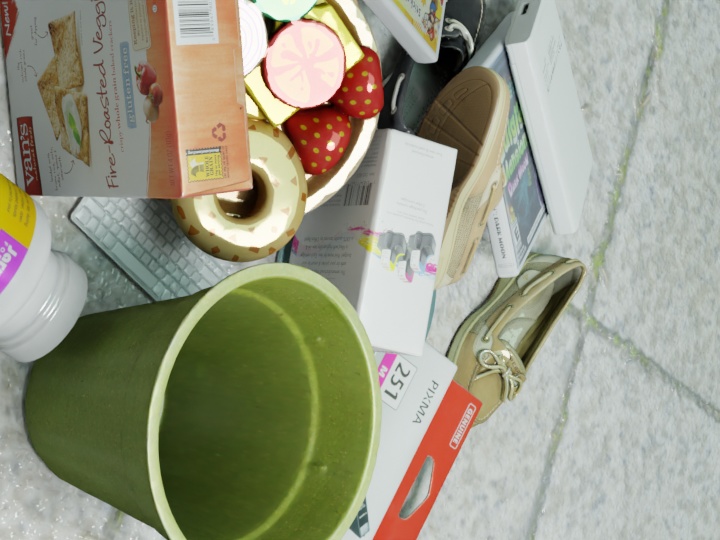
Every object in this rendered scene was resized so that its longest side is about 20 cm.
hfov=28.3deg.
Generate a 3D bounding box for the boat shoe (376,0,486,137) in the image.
[{"bbox_3d":[0.065,-0.179,1.218,0.074,0.060,0.201,45,59,-19],"label":"boat shoe"}]

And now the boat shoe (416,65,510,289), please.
[{"bbox_3d":[0.082,-0.075,1.164,0.064,0.071,0.201,-7,129,-40],"label":"boat shoe"}]

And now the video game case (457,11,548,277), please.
[{"bbox_3d":[0.137,-0.118,1.275,0.200,0.023,0.184,-53,133,-59],"label":"video game case"}]

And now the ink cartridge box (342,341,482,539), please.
[{"bbox_3d":[0.023,0.161,1.181,0.173,0.043,0.201,38,74,-36],"label":"ink cartridge box"}]

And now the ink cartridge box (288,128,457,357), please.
[{"bbox_3d":[0.000,0.000,1.091,0.067,0.115,0.202,14,84,-32],"label":"ink cartridge box"}]

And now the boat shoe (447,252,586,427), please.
[{"bbox_3d":[0.142,0.063,1.315,0.201,0.063,0.074,-52,126,-32],"label":"boat shoe"}]

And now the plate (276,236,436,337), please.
[{"bbox_3d":[0.007,0.011,1.197,0.199,0.025,0.203,-3,95,-48],"label":"plate"}]

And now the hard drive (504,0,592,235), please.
[{"bbox_3d":[0.177,-0.153,1.319,0.132,0.026,0.201,-68,146,-50],"label":"hard drive"}]

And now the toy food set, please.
[{"bbox_3d":[-0.076,-0.122,0.989,0.200,0.049,0.199,-40,114,-6],"label":"toy food set"}]

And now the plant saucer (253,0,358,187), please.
[{"bbox_3d":[-0.096,-0.159,1.019,0.198,0.037,0.202,-6,107,-19],"label":"plant saucer"}]

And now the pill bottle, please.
[{"bbox_3d":[-0.257,-0.026,0.854,0.200,0.104,0.105,42,62,-39],"label":"pill bottle"}]

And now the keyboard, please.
[{"bbox_3d":[-0.135,0.002,1.054,0.200,0.011,0.057,49,58,-36],"label":"keyboard"}]

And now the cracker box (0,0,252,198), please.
[{"bbox_3d":[-0.151,-0.115,0.892,0.057,0.199,0.136,-10,99,-40],"label":"cracker box"}]

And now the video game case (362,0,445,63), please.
[{"bbox_3d":[0.029,-0.278,1.066,0.200,0.023,0.184,35,61,-64],"label":"video game case"}]

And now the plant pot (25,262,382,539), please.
[{"bbox_3d":[-0.120,0.092,0.944,0.199,0.189,0.202,-4,95,-46],"label":"plant pot"}]
